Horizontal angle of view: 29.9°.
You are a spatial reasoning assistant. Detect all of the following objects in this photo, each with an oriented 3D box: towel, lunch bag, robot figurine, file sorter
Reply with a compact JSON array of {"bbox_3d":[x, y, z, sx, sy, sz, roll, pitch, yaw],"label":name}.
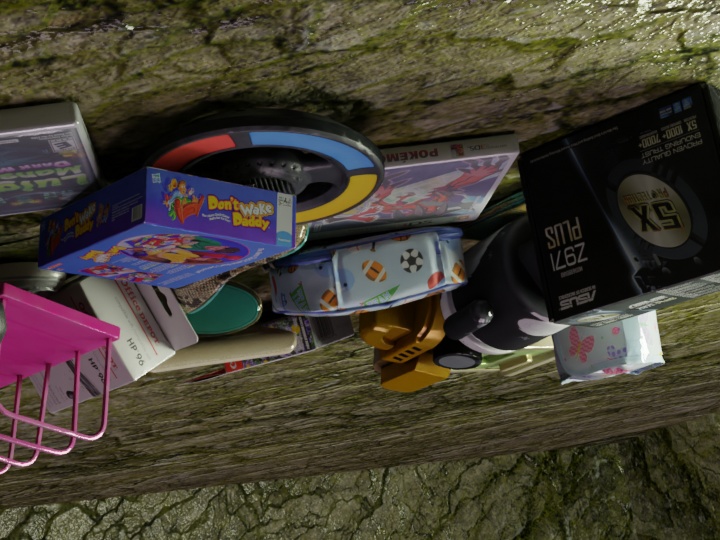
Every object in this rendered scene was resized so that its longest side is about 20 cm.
[{"bbox_3d":[0.209,-0.069,1.407,0.200,0.022,0.147,-23,160,38],"label":"towel"},{"bbox_3d":[0.271,0.035,1.531,0.127,0.170,0.200,-7,172,-4],"label":"lunch bag"},{"bbox_3d":[0.166,0.013,1.407,0.150,0.125,0.200,10,157,-25],"label":"robot figurine"},{"bbox_3d":[-0.350,0.117,1.285,0.200,0.126,0.139,-21,147,35],"label":"file sorter"},{"bbox_3d":[0.000,0.000,1.381,0.200,0.076,0.160,-8,-177,-16],"label":"lunch bag"}]

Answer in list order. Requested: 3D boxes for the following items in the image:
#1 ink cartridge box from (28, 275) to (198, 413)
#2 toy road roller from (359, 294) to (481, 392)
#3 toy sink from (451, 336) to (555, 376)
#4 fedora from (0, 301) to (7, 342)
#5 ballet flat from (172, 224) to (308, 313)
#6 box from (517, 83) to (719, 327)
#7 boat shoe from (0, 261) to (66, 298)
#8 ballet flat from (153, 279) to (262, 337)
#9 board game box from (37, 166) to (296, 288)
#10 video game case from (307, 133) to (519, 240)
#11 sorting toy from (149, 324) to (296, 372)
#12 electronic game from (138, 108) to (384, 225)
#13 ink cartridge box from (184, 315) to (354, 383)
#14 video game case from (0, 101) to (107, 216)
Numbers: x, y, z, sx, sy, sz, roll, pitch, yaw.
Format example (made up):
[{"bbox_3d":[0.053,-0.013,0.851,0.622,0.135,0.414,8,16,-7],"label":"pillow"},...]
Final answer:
[{"bbox_3d":[-0.270,0.063,1.379,0.200,0.116,0.068,-23,-171,42],"label":"ink cartridge box"},{"bbox_3d":[0.049,0.057,1.604,0.146,0.123,0.200,15,156,-25],"label":"toy road roller"},{"bbox_3d":[0.188,0.070,1.737,0.200,0.112,0.130,1,162,-36],"label":"toy sink"},{"bbox_3d":[-0.378,0.051,1.167,0.200,0.201,0.092,-18,166,29],"label":"fedora"},{"bbox_3d":[-0.137,-0.021,1.307,0.075,0.068,0.200,30,138,-34],"label":"ballet flat"},{"bbox_3d":[0.257,-0.052,1.212,0.200,0.164,0.086,-20,163,36],"label":"box"},{"bbox_3d":[-0.378,0.041,1.350,0.200,0.069,0.072,-14,165,18],"label":"boat shoe"},{"bbox_3d":[-0.211,0.042,1.493,0.200,0.071,0.071,-7,165,-12],"label":"ballet flat"},{"bbox_3d":[-0.163,-0.030,1.111,0.134,0.045,0.200,10,165,-35],"label":"board game box"},{"bbox_3d":[0.040,-0.074,1.268,0.182,0.023,0.200,-7,165,-8],"label":"video game case"},{"bbox_3d":[-0.192,0.086,1.543,0.185,0.037,0.200,-7,-171,-25],"label":"sorting toy"},{"bbox_3d":[-0.080,-0.078,1.099,0.200,0.042,0.200,-3,161,-1],"label":"electronic game"},{"bbox_3d":[-0.120,0.090,1.699,0.200,0.050,0.109,-16,180,26],"label":"ink cartridge box"},{"bbox_3d":[-0.305,-0.076,1.042,0.200,0.023,0.182,-8,166,-6],"label":"video game case"}]
